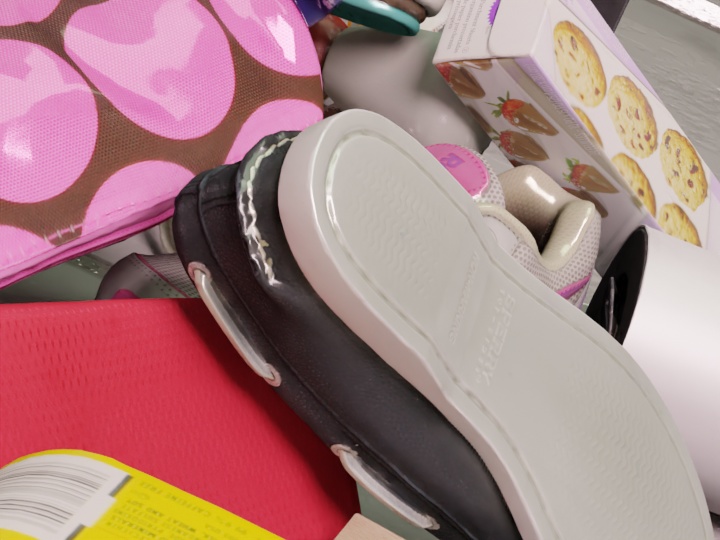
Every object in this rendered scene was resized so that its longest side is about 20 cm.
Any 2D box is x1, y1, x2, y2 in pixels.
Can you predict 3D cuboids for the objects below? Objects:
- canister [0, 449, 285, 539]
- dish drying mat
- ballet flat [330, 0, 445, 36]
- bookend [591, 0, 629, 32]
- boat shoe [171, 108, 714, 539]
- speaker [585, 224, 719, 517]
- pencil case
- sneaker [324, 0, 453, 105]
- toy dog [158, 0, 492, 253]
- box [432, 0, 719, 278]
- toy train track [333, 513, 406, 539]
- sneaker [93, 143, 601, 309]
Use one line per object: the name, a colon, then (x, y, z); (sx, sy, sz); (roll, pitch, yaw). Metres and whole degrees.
canister: (-0.052, 0.116, 0.490); (0.148, 0.087, 0.200); (26, 19, 6)
dish drying mat: (-0.074, 0.046, 0.672); (0.018, 0.077, 0.199); (-12, -7, 40)
ballet flat: (-0.062, -0.131, 0.866); (0.198, 0.070, 0.069); (16, 20, 5)
bookend: (0.024, -0.155, 1.214); (0.199, 0.093, 0.199); (25, 20, 1)
boat shoe: (0.027, 0.036, 0.731); (0.200, 0.060, 0.076); (53, 45, -26)
speaker: (0.164, 0.056, 0.872); (0.199, 0.082, 0.081); (21, 21, -7)
pencil case: (-0.098, -0.028, 0.723); (0.199, 0.091, 0.094); (-27, 73, -37)
sneaker: (-0.003, -0.121, 1.005); (0.091, 0.200, 0.076); (17, 60, -16)
toy dog: (-0.031, -0.069, 0.949); (0.200, 0.132, 0.096); (51, 1, 37)
box: (0.091, -0.027, 0.898); (0.038, 0.042, 0.200); (-1, -35, 36)
toy train track: (0.073, 0.118, 0.672); (0.199, 0.033, 0.115); (25, 60, 29)
sneaker: (0.000, 0.000, 0.818); (0.081, 0.089, 0.199); (37, 24, 32)
